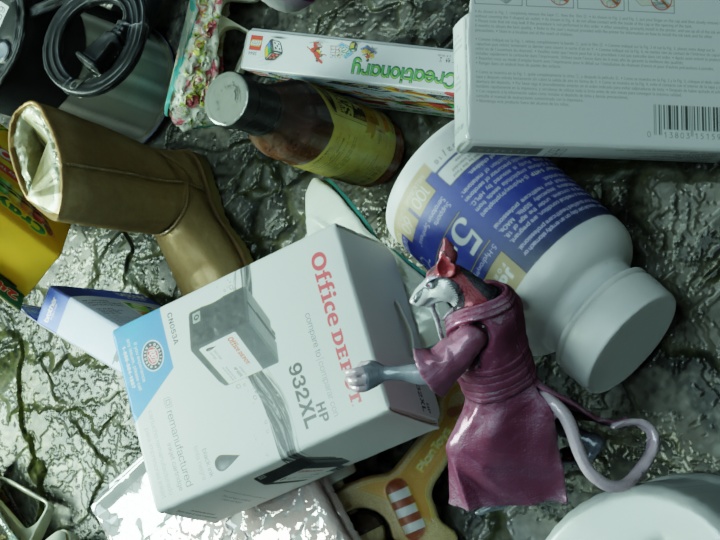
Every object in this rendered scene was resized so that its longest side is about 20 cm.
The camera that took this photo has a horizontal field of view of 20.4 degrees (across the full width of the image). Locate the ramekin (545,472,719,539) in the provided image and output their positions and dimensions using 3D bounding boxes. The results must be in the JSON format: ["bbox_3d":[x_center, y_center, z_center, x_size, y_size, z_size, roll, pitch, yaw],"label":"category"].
[{"bbox_3d":[0.208,0.236,1.359,0.200,0.098,0.202,-6,79,32],"label":"ramekin"}]

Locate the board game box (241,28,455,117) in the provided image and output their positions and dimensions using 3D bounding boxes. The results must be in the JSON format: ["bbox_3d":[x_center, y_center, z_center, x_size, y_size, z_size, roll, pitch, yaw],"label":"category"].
[{"bbox_3d":[0.026,-0.145,1.516,0.199,0.126,0.035,11,88,34],"label":"board game box"}]

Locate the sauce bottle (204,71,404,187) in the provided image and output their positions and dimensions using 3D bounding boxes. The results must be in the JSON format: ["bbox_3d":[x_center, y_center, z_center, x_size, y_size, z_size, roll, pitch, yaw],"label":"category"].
[{"bbox_3d":[-0.041,-0.109,1.510,0.066,0.200,0.066,-5,80,30],"label":"sauce bottle"}]

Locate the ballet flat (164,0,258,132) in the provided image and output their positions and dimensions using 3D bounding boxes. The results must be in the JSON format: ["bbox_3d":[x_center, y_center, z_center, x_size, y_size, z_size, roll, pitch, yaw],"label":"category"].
[{"bbox_3d":[-0.115,-0.212,1.664,0.064,0.076,0.201,10,93,3],"label":"ballet flat"}]

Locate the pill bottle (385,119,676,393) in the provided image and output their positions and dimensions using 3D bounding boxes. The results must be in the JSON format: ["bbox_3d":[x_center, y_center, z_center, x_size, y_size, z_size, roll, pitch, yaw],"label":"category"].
[{"bbox_3d":[0.124,-0.010,1.434,0.200,0.120,0.120,43,106,26],"label":"pill bottle"}]

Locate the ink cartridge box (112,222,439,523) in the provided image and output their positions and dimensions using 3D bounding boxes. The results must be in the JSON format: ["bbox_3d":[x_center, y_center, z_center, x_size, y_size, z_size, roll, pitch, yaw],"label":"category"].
[{"bbox_3d":[-0.062,0.076,1.430,0.199,0.084,0.146,-25,68,22],"label":"ink cartridge box"}]

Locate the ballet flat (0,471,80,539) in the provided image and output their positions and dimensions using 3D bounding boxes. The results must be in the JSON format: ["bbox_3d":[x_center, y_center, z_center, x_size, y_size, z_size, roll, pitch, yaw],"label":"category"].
[{"bbox_3d":[-0.282,0.232,1.704,0.071,0.069,0.200,-44,60,-2],"label":"ballet flat"}]

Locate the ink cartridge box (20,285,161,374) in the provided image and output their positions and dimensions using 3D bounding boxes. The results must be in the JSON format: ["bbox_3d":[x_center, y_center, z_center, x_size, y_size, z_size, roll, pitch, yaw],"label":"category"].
[{"bbox_3d":[-0.173,0.057,1.620,0.199,0.119,0.042,24,99,34],"label":"ink cartridge box"}]

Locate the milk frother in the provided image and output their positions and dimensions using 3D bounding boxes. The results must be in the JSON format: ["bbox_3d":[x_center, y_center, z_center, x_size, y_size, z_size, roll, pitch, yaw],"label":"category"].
[{"bbox_3d":[-0.216,-0.168,1.633,0.181,0.188,0.200,-50,57,17],"label":"milk frother"}]

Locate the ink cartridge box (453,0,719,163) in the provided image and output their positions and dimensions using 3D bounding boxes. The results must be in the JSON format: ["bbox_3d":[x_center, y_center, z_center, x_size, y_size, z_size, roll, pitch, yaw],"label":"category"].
[{"bbox_3d":[0.164,-0.168,1.407,0.199,0.044,0.175,2,81,-10],"label":"ink cartridge box"}]

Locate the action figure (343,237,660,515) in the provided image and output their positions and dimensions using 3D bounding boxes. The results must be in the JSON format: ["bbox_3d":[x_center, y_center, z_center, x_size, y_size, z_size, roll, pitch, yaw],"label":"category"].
[{"bbox_3d":[0.090,0.071,1.323,0.148,0.134,0.201,4,127,37],"label":"action figure"}]

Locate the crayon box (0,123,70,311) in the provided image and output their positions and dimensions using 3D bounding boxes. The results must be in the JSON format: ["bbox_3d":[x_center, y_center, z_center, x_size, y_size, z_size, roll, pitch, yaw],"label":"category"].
[{"bbox_3d":[-0.302,-0.056,1.656,0.051,0.127,0.200,-47,17,17],"label":"crayon box"}]

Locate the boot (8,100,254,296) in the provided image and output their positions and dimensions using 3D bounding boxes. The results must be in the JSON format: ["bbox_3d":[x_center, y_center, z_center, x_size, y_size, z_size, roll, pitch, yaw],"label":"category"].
[{"bbox_3d":[-0.181,-0.038,1.590,0.066,0.200,0.176,-36,65,24],"label":"boot"}]

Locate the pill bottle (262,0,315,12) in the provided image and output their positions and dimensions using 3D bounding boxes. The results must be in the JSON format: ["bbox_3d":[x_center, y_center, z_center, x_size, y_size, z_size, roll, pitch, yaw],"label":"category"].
[{"bbox_3d":[-0.009,-0.298,1.570,0.200,0.112,0.113,-32,67,25],"label":"pill bottle"}]

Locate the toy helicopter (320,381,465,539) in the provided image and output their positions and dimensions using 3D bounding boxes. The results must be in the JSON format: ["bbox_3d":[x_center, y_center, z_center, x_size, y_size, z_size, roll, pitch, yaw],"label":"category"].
[{"bbox_3d":[0.026,0.158,1.495,0.132,0.079,0.200,36,86,7],"label":"toy helicopter"}]

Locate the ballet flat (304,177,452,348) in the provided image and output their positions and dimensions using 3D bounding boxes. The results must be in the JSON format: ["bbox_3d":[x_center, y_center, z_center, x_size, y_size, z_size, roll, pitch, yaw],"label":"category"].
[{"bbox_3d":[0.000,0.000,1.499,0.200,0.069,0.070,45,107,39],"label":"ballet flat"}]

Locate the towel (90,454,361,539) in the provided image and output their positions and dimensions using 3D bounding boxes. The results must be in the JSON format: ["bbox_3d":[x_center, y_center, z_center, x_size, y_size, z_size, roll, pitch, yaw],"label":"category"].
[{"bbox_3d":[-0.104,0.197,1.506,0.200,0.032,0.192,-43,62,24],"label":"towel"}]
